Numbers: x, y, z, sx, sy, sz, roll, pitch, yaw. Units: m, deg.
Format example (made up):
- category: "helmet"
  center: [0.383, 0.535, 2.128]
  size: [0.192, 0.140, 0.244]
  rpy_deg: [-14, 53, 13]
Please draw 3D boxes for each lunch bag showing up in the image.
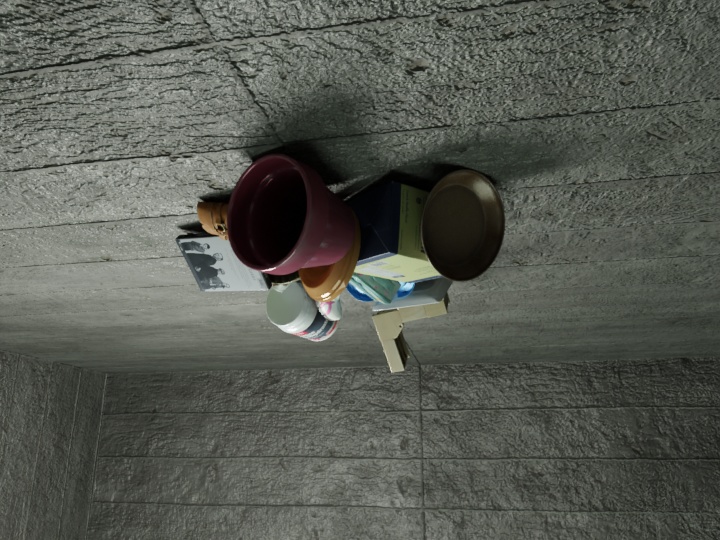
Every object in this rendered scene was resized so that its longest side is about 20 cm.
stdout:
- category: "lunch bag"
  center: [0.000, 0.000, 1.364]
  size: [0.160, 0.078, 0.200]
  rpy_deg: [35, 178, 40]

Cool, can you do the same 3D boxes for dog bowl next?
- category: "dog bowl"
  center: [0.054, 0.015, 1.514]
  size: [0.197, 0.050, 0.113]
  rpy_deg: [-9, 116, 28]

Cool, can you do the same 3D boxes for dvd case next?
- category: "dvd case"
  center: [-0.310, -0.018, 1.328]
  size: [0.197, 0.025, 0.152]
  rpy_deg: [-2, 124, 25]

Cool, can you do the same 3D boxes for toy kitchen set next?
- category: "toy kitchen set"
  center: [0.163, 0.143, 1.608]
  size: [0.197, 0.183, 0.163]
  rpy_deg: [-14, -162, 18]

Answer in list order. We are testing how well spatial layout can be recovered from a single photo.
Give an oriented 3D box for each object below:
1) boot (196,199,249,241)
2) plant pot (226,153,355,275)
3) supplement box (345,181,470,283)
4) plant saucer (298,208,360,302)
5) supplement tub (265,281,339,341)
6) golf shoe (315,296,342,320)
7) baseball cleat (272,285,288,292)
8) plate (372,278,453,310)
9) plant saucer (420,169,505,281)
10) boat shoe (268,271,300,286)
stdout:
- category: "boot"
  center: [-0.257, -0.115, 1.160]
  size: [0.153, 0.074, 0.202]
  rpy_deg: [21, 140, 15]
- category: "plant pot"
  center: [-0.109, -0.086, 1.045]
  size: [0.198, 0.203, 0.178]
  rpy_deg: [-11, 166, 32]
- category: "supplement box"
  center: [0.084, -0.066, 1.165]
  size: [0.197, 0.137, 0.199]
  rpy_deg: [11, 166, -31]
- category: "plant saucer"
  center: [-0.071, -0.039, 1.172]
  size: [0.037, 0.203, 0.199]
  rpy_deg: [13, 158, -34]
- category: "supplement tub"
  center: [-0.156, 0.111, 1.615]
  size: [0.138, 0.143, 0.200]
  rpy_deg: [-8, 161, 25]
- category: "golf shoe"
  center: [-0.076, 0.050, 1.524]
  size: [0.091, 0.073, 0.202]
  rpy_deg: [-5, 124, 20]
- category: "baseball cleat"
  center: [-0.175, -0.001, 1.447]
  size: [0.069, 0.107, 0.200]
  rpy_deg: [31, 157, -3]
- category: "plate"
  center: [0.148, 0.043, 1.571]
  size: [0.197, 0.033, 0.200]
  rpy_deg: [-11, -162, 29]
- category: "plant saucer"
  center: [0.182, -0.082, 1.074]
  size: [0.198, 0.204, 0.036]
  rpy_deg: [11, 180, -32]
- category: "boat shoe"
  center: [-0.197, 0.000, 1.375]
  size: [0.197, 0.077, 0.074]
  rpy_deg: [-4, 172, 32]
